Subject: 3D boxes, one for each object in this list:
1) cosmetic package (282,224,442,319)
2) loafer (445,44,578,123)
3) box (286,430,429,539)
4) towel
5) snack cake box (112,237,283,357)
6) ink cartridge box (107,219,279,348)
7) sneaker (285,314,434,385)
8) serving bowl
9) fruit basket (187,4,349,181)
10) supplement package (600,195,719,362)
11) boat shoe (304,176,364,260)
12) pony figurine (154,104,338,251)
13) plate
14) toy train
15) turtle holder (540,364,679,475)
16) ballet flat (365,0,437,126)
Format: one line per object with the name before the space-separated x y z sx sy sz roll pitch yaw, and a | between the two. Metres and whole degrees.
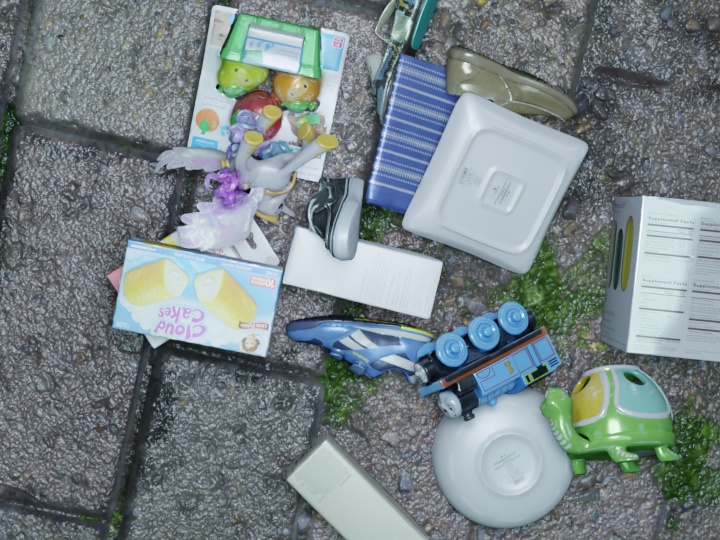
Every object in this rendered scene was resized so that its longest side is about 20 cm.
cosmetic package | 0.000 0.000 1.640 0.199 0.113 0.082 12 92 -2
loafer | 0.195 -0.236 1.650 0.199 0.076 0.068 21 104 -16
box | -0.004 0.316 1.677 0.082 0.068 0.200 -43 95 0
towel | 0.086 -0.171 1.651 0.144 0.024 0.201 13 91 -31
snack cake box | -0.205 0.034 1.585 0.199 0.067 0.116 11 94 -4
ink cartridge box | -0.218 -0.001 1.649 0.200 0.067 0.117 -33 95 -1
sneaker | -0.004 0.104 1.664 0.199 0.074 0.083 9 95 -2
serving bowl | 0.199 0.257 1.685 0.199 0.066 0.201 0 94 -3
fruit basket | -0.123 -0.231 1.631 0.184 0.094 0.201 12 96 -4
supplement package | 0.413 0.008 1.639 0.150 0.152 0.201 6 93 -2
boat shoe | -0.036 -0.065 1.562 0.071 0.200 0.072 6 111 0
pony figurine | -0.144 -0.119 1.576 0.192 0.200 0.167 0 57 -27
plate | 0.181 -0.108 1.639 0.199 0.032 0.200 20 105 -19
toy train | 0.164 0.120 1.640 0.199 0.087 0.115 -25 84 -28
turtle holder | 0.323 0.198 1.652 0.184 0.141 0.132 -4 74 -3
ballet flat | 0.045 -0.293 1.657 0.074 0.074 0.201 20 90 -4
